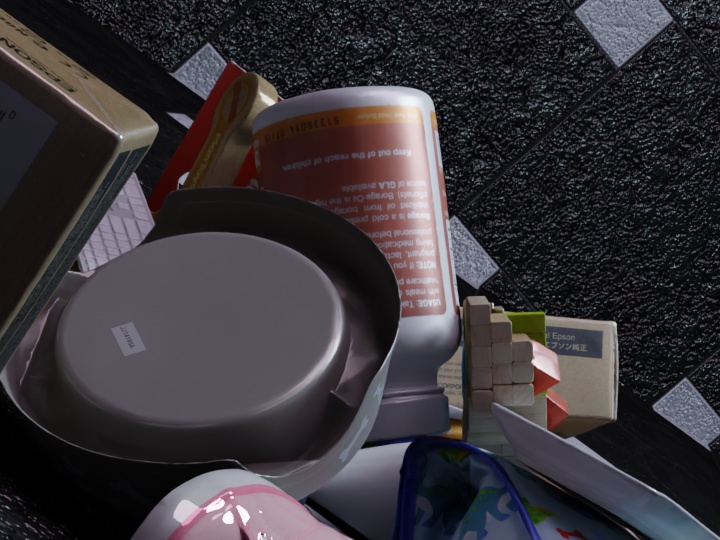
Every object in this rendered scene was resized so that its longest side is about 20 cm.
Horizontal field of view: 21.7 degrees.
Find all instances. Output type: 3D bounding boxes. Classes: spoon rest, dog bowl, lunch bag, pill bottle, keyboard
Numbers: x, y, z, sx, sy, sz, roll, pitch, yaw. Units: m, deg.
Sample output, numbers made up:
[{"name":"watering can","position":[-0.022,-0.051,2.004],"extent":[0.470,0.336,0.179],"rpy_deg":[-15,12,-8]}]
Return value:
[{"name":"spoon rest","position":[0.008,0.127,1.175],"extent":[0.199,0.061,0.100],"rpy_deg":[32,41,-13]},{"name":"dog bowl","position":[-0.078,0.042,0.926],"extent":[0.200,0.199,0.059],"rpy_deg":[41,-33,40]},{"name":"lunch bag","position":[0.109,0.184,1.049],"extent":[0.169,0.128,0.200],"rpy_deg":[32,17,-24]},{"name":"pill bottle","position":[0.000,0.000,1.109],"extent":[0.111,0.202,0.112],"rpy_deg":[-6,-6,-1]},{"name":"keyboard","position":[-0.140,-0.014,1.088],"extent":[0.056,0.011,0.200],"rpy_deg":[5,30,-21]}]

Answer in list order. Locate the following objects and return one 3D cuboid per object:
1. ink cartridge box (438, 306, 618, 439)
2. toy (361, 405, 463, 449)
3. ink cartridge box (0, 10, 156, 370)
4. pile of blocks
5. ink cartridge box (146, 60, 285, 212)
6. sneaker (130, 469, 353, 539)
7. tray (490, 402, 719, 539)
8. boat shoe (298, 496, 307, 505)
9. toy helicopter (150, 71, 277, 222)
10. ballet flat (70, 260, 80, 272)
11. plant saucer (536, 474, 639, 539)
[{"name":"ink cartridge box","position":[0.084,0.078,1.369],"extent":[0.163,0.076,0.200],"rpy_deg":[4,-11,-7]},{"name":"toy","position":[0.038,0.130,1.310],"extent":[0.114,0.048,0.200],"rpy_deg":[-9,-11,18]},{"name":"ink cartridge box","position":[-0.217,-0.052,0.822],"extent":[0.199,0.165,0.075],"rpy_deg":[35,10,1]},{"name":"pile of blocks","position":[0.092,0.064,1.103],"extent":[0.061,0.083,0.200],"rpy_deg":[-2,-21,0]},{"name":"ink cartridge box","position":[-0.065,-0.011,1.241],"extent":[0.173,0.201,0.044],"rpy_deg":[34,33,-1]},{"name":"sneaker","position":[-0.022,0.151,0.833],"extent":[0.104,0.076,0.200],"rpy_deg":[33,0,29]},{"name":"tray","position":[0.143,0.127,1.053],"extent":[0.107,0.022,0.200],"rpy_deg":[29,-4,29]},{"name":"boat shoe","position":[-0.082,0.091,0.981],"extent":[0.084,0.069,0.200],"rpy_deg":[29,9,-48]},{"name":"toy helicopter","position":[-0.102,-0.030,1.152],"extent":[0.079,0.201,0.132],"rpy_deg":[29,-7,-28]},{"name":"ballet flat","position":[-0.203,-0.013,1.136],"extent":[0.064,0.076,0.200],"rpy_deg":[42,12,-30]},{"name":"plant saucer","position":[0.135,0.206,1.266],"extent":[0.199,0.037,0.201],"rpy_deg":[31,24,-15]}]
